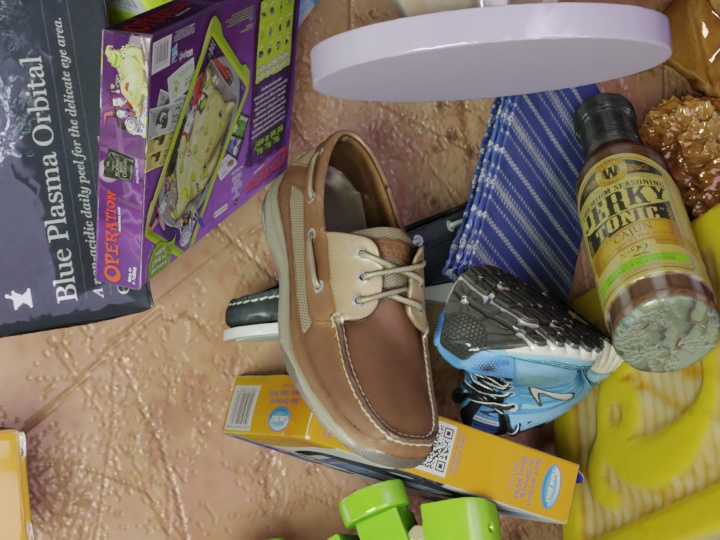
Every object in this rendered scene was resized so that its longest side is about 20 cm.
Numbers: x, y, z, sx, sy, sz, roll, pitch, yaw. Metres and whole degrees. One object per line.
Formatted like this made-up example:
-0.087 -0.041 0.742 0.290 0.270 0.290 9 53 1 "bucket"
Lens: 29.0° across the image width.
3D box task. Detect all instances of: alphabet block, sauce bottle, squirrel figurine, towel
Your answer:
0.255 0.100 0.868 0.199 0.195 0.198 18 54 -27 "alphabet block"
0.161 -0.031 0.831 0.064 0.065 0.201 23 36 -25 "sauce bottle"
0.260 -0.101 0.950 0.200 0.141 0.187 -41 98 -27 "squirrel figurine"
0.110 -0.055 0.886 0.145 0.024 0.201 43 58 -50 "towel"

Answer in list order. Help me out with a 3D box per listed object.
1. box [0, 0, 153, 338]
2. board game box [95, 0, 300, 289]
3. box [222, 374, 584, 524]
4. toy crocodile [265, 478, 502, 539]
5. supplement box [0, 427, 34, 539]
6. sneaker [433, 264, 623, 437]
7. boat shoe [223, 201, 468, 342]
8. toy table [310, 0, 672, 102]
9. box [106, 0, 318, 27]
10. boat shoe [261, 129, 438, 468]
-0.225 -0.058 0.694 0.199 0.117 0.198 -9 90 -27 "box"
-0.077 -0.081 0.706 0.200 0.032 0.121 -49 144 -64 "board game box"
0.032 0.108 0.815 0.199 0.119 0.042 24 75 -24 "box"
-0.016 0.172 0.776 0.199 0.062 0.068 -26 71 10 "toy crocodile"
-0.267 0.120 0.686 0.199 0.069 0.067 -4 88 -27 "supplement box"
0.090 0.060 0.786 0.090 0.078 0.200 -55 153 7 "sneaker"
0.000 0.000 0.838 0.199 0.075 0.061 -13 92 -40 "boat shoe"
0.067 -0.166 0.778 0.198 0.184 0.118 -5 84 -16 "toy table"
-0.062 -0.194 0.800 0.201 0.047 0.122 -56 147 -20 "box"
-0.001 0.008 0.729 0.075 0.072 0.201 6 48 -35 "boat shoe"
